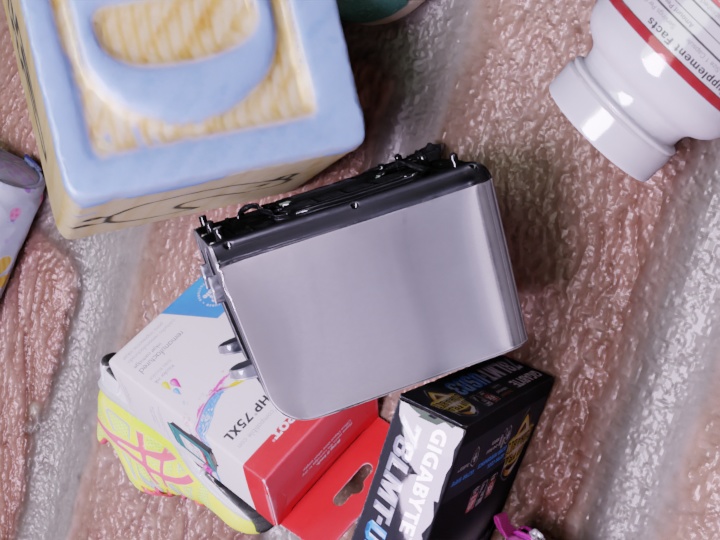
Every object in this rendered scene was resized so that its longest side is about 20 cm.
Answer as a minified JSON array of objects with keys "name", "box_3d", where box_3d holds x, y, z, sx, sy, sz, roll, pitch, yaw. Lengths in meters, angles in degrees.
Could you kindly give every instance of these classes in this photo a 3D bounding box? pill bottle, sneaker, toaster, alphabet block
[{"name":"pill bottle","box_3d":[0.207,-0.151,0.670,0.200,0.112,0.113,-47,68,23]},{"name":"sneaker","box_3d":[-0.138,0.149,0.908,0.199,0.078,0.091,37,117,31]},{"name":"toaster","box_3d":[0.000,0.000,0.727,0.198,0.181,0.120,-18,99,-10]},{"name":"alphabet block","box_3d":[-0.128,-0.143,0.772,0.200,0.193,0.199,165,93,-74]}]

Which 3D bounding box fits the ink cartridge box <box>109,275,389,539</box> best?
[{"name":"ink cartridge box","box_3d":[-0.068,0.095,0.828,0.199,0.068,0.116,31,60,27]}]

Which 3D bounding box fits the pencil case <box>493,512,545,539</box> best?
[{"name":"pencil case","box_3d":[0.162,0.225,0.716,0.198,0.088,0.089,17,99,28]}]

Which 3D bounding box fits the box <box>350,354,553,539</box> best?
[{"name":"box","box_3d":[0.045,0.161,0.717,0.049,0.200,0.201,21,100,20]}]

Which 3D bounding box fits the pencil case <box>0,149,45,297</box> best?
[{"name":"pencil case","box_3d":[-0.353,-0.014,1.024,0.090,0.083,0.202,33,107,24]}]

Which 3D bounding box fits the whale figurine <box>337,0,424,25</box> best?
[{"name":"whale figurine","box_3d":[-0.019,-0.270,0.810,0.159,0.103,0.201,-38,73,26]}]
